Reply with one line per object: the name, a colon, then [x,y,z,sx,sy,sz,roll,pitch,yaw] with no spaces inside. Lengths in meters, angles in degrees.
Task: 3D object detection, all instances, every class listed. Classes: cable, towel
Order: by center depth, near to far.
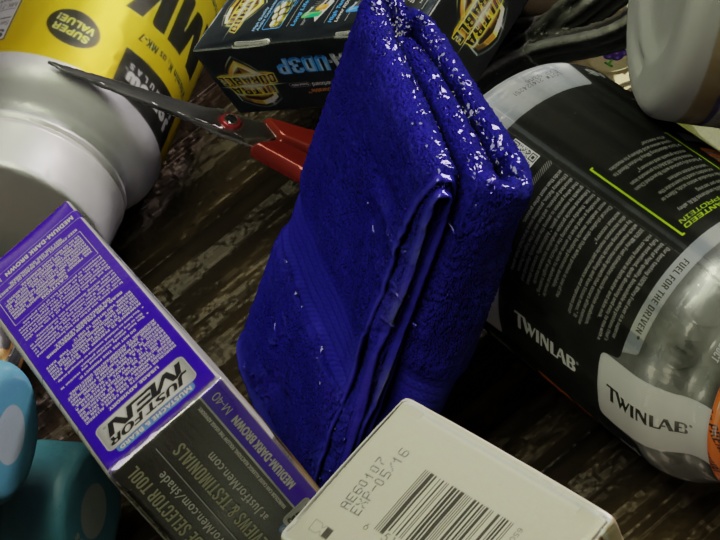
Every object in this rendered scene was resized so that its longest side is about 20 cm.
towel: [0.000,0.000,1.072,0.049,0.201,0.148,0,39,-29]
cable: [0.066,-0.110,1.171,0.200,0.050,0.098,-5,50,60]

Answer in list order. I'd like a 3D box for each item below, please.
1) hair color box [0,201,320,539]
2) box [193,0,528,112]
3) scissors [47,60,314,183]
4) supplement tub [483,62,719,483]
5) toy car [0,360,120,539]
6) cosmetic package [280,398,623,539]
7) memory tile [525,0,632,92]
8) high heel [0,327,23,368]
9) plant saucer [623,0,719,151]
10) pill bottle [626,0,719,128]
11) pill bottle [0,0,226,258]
hair color box: [-0.087,0.058,1.072,0.065,0.109,0.200,-40,33,-3]
box: [0.029,-0.165,1.206,0.158,0.046,0.201,0,49,45]
scissors: [-0.049,-0.067,1.196,0.199,0.014,0.073,28,45,9]
supplement tub: [0.125,0.006,1.053,0.122,0.123,0.200,-39,47,-12]
toy car: [-0.228,0.144,1.065,0.183,0.177,0.201,3,65,21]
cosmetic package: [0.056,0.148,0.910,0.103,0.201,0.073,29,67,37]
memory tile: [0.148,-0.102,1.208,0.198,0.017,0.154,3,53,24]
high heel: [-0.259,0.056,1.188,0.199,0.072,0.143,-27,29,-11]
plant saucer: [0.219,-0.103,1.145,0.198,0.031,0.201,-3,52,3]
pill bottle: [0.220,-0.110,1.047,0.198,0.120,0.120,7,49,-8]
pill bottle: [-0.140,-0.100,1.259,0.113,0.115,0.201,2,53,24]
